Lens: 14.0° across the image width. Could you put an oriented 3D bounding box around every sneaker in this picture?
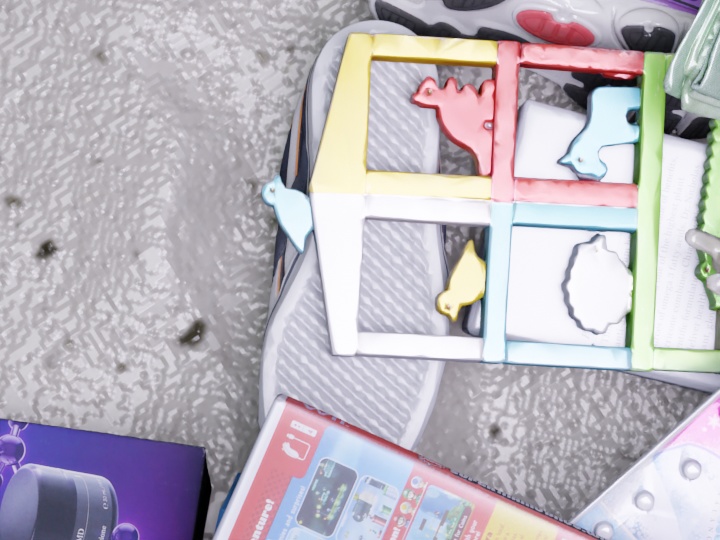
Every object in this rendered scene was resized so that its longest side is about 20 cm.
[{"bbox_3d":[0.000,0.000,1.235,0.078,0.079,0.201,9,85,-4],"label":"sneaker"},{"bbox_3d":[0.102,-0.122,1.244,0.199,0.081,0.084,21,59,-10],"label":"sneaker"}]

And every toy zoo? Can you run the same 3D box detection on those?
[{"bbox_3d":[0.059,-0.027,1.191,0.199,0.020,0.132,4,88,-4],"label":"toy zoo"}]

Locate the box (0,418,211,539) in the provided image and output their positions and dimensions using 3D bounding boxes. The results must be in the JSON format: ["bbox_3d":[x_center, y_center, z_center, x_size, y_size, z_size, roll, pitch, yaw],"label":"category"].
[{"bbox_3d":[-0.145,0.168,1.212,0.140,0.079,0.201,7,74,2],"label":"box"}]

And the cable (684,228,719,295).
[{"bbox_3d":[0.210,0.030,1.175,0.200,0.097,0.050,33,100,-30],"label":"cable"}]

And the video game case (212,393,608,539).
[{"bbox_3d":[0.031,0.152,1.104,0.199,0.017,0.144,24,95,1],"label":"video game case"}]

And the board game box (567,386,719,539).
[{"bbox_3d":[0.152,0.167,1.123,0.200,0.026,0.200,-42,92,5],"label":"board game box"}]

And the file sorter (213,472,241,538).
[{"bbox_3d":[0.027,0.172,1.206,0.199,0.139,0.123,15,92,0],"label":"file sorter"}]

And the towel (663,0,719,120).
[{"bbox_3d":[0.199,-0.124,1.186,0.023,0.200,0.153,25,99,34],"label":"towel"}]

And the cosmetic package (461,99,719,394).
[{"bbox_3d":[0.151,0.002,1.242,0.199,0.071,0.102,14,88,-1],"label":"cosmetic package"}]
